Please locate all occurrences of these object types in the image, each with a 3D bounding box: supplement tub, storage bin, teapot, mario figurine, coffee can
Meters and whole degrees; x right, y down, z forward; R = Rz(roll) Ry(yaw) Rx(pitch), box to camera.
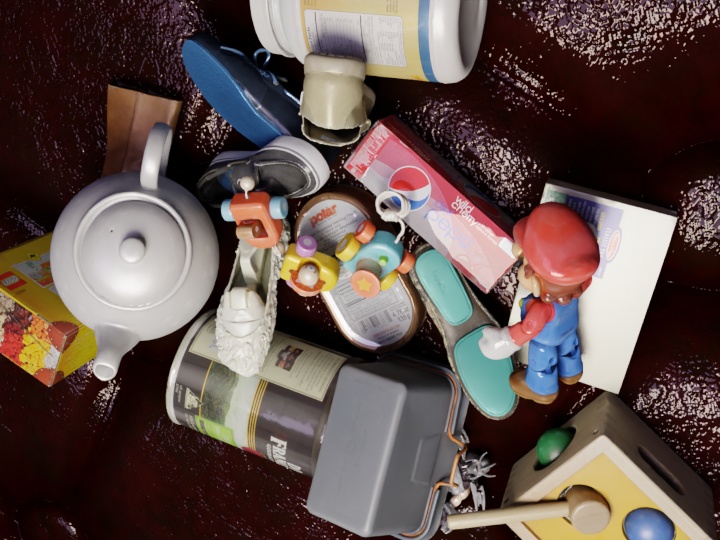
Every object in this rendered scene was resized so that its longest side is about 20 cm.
[{"bbox_3d":[0.011,-0.258,0.725,0.197,0.145,0.147,11,113,18],"label":"supplement tub"},{"bbox_3d":[0.031,0.194,0.835,0.144,0.134,0.203,14,89,29],"label":"storage bin"},{"bbox_3d":[-0.239,-0.022,0.827,0.196,0.146,0.202,-33,93,-14],"label":"teapot"},{"bbox_3d":[0.174,0.022,0.752,0.104,0.124,0.203,5,125,16],"label":"mario figurine"},{"bbox_3d":[-0.107,0.145,0.918,0.197,0.146,0.149,17,114,16],"label":"coffee can"}]

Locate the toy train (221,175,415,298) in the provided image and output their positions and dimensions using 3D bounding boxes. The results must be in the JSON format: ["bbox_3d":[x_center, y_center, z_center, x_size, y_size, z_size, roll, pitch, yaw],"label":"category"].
[{"bbox_3d":[-0.044,-0.025,0.795,0.197,0.056,0.151,2,137,16],"label":"toy train"}]

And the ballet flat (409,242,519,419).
[{"bbox_3d":[0.114,0.061,0.839,0.067,0.075,0.202,-28,87,4],"label":"ballet flat"}]

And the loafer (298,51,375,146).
[{"bbox_3d":[-0.027,-0.155,0.749,0.074,0.200,0.069,11,90,5],"label":"loafer"}]

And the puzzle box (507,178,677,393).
[{"bbox_3d":[0.232,0.017,0.803,0.131,0.025,0.203,18,114,16],"label":"puzzle box"}]

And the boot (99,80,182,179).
[{"bbox_3d":[-0.239,-0.109,0.941,0.186,0.068,0.203,25,109,20],"label":"boot"}]

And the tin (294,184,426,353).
[{"bbox_3d":[0.000,0.000,0.885,0.111,0.042,0.202,-26,98,23],"label":"tin"}]

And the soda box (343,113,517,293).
[{"bbox_3d":[0.081,-0.072,0.805,0.200,0.070,0.064,42,114,2],"label":"soda box"}]

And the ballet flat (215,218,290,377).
[{"bbox_3d":[-0.126,0.013,0.863,0.071,0.072,0.203,-2,66,22],"label":"ballet flat"}]

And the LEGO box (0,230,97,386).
[{"bbox_3d":[-0.360,0.031,0.948,0.148,0.200,0.078,32,117,8],"label":"LEGO box"}]

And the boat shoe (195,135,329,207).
[{"bbox_3d":[-0.115,-0.096,0.836,0.198,0.066,0.070,7,139,45],"label":"boat shoe"}]

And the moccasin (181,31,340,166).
[{"bbox_3d":[-0.106,-0.183,0.844,0.200,0.068,0.080,45,151,-11],"label":"moccasin"}]

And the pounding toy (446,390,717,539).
[{"bbox_3d":[0.232,0.249,0.820,0.200,0.142,0.184,44,118,2],"label":"pounding toy"}]

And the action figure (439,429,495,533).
[{"bbox_3d":[0.068,0.250,0.928,0.197,0.069,0.132,-15,85,21],"label":"action figure"}]
